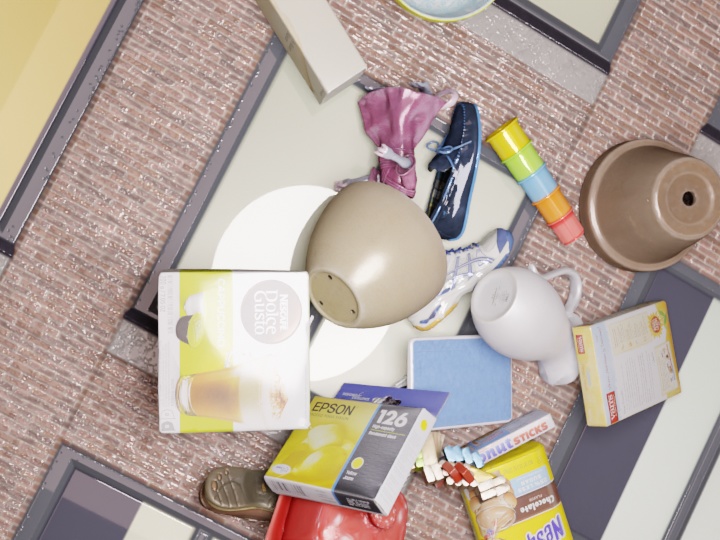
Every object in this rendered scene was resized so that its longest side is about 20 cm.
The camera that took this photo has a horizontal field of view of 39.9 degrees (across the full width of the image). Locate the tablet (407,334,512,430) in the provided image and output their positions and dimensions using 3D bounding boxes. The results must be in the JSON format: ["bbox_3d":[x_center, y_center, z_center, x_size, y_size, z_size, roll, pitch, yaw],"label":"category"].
[{"bbox_3d":[0.147,0.161,1.440,0.197,0.014,0.133,1,87,-35],"label":"tablet"}]

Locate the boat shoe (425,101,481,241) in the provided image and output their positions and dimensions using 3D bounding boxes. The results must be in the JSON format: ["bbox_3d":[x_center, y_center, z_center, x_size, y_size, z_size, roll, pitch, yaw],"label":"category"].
[{"bbox_3d":[0.131,-0.147,1.447,0.067,0.084,0.204,8,86,-14],"label":"boat shoe"}]

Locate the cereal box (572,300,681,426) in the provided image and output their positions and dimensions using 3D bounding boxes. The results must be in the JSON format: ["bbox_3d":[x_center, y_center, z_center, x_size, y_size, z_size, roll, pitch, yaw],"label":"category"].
[{"bbox_3d":[0.395,0.134,1.465,0.198,0.039,0.147,-11,92,-40],"label":"cereal box"}]

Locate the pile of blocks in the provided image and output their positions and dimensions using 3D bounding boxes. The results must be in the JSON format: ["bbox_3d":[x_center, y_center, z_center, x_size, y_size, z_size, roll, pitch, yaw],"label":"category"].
[{"bbox_3d":[0.117,0.266,1.384,0.196,0.062,0.084,14,72,4],"label":"pile of blocks"}]

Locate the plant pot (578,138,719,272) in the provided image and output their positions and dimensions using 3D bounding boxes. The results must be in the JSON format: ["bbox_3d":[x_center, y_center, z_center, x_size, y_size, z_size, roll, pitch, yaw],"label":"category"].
[{"bbox_3d":[0.443,-0.100,1.453,0.196,0.174,0.205,0,89,-10],"label":"plant pot"}]

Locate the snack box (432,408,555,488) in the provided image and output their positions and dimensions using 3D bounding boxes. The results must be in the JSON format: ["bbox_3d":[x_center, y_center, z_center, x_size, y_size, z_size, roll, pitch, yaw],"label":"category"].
[{"bbox_3d":[0.187,0.259,1.459,0.197,0.072,0.025,-25,93,-8],"label":"snack box"}]

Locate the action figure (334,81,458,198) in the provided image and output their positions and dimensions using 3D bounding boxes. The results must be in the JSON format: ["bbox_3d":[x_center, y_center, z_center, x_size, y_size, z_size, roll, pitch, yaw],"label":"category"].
[{"bbox_3d":[0.052,-0.165,1.438,0.147,0.133,0.205,0,89,-33],"label":"action figure"}]

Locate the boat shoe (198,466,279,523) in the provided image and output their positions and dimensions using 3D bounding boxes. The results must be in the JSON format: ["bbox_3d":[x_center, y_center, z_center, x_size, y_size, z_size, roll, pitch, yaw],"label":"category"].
[{"bbox_3d":[-0.136,0.322,1.411,0.197,0.068,0.073,13,57,-25],"label":"boat shoe"}]

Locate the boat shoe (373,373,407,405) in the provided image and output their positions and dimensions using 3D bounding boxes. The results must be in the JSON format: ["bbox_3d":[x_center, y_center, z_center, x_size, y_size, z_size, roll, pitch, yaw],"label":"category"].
[{"bbox_3d":[0.077,0.180,1.443,0.197,0.068,0.073,-24,93,-9],"label":"boat shoe"}]

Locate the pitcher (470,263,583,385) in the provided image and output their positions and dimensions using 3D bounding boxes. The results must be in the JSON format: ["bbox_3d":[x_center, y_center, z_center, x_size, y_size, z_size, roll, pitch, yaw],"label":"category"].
[{"bbox_3d":[0.252,0.052,1.433,0.199,0.120,0.175,32,67,-41],"label":"pitcher"}]

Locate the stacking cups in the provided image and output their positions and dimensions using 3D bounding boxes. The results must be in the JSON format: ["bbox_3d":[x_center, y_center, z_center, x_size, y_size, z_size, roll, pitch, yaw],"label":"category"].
[{"bbox_3d":[0.263,-0.128,1.480,0.060,0.060,0.202,-35,96,-8],"label":"stacking cups"}]

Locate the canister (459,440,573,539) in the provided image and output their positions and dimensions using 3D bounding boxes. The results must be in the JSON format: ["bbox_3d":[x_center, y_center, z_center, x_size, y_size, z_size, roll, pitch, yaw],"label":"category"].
[{"bbox_3d":[0.232,0.371,1.460,0.146,0.087,0.204,-19,91,-9],"label":"canister"}]

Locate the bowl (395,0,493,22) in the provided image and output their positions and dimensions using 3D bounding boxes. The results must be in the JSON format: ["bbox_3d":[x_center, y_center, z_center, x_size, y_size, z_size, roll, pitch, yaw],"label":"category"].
[{"bbox_3d":[0.110,-0.448,1.432,0.196,0.108,0.205,0,90,-10],"label":"bowl"}]

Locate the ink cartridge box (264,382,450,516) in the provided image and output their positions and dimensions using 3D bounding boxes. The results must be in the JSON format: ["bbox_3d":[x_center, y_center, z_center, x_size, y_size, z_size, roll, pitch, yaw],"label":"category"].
[{"bbox_3d":[-0.004,0.221,1.330,0.047,0.195,0.201,56,50,-33],"label":"ink cartridge box"}]

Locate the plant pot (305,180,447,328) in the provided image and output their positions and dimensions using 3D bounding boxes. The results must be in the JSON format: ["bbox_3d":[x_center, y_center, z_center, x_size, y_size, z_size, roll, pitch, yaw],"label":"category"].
[{"bbox_3d":[0.000,0.000,1.345,0.201,0.199,0.134,52,51,-5],"label":"plant pot"}]

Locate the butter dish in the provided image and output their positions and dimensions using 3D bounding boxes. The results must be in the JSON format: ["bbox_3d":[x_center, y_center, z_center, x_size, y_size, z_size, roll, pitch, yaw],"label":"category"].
[{"bbox_3d":[-0.006,0.342,1.349,0.198,0.147,0.202,34,51,-19],"label":"butter dish"}]

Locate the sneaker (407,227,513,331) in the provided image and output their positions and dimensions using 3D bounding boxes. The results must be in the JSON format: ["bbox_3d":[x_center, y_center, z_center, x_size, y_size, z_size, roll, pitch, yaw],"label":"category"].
[{"bbox_3d":[0.136,-0.005,1.451,0.199,0.075,0.088,-42,96,-8],"label":"sneaker"}]

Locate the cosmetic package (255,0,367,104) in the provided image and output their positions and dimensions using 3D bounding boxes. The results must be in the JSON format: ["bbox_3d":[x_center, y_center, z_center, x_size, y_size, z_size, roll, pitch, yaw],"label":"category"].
[{"bbox_3d":[-0.077,-0.345,1.404,0.072,0.103,0.202,-32,93,-7],"label":"cosmetic package"}]

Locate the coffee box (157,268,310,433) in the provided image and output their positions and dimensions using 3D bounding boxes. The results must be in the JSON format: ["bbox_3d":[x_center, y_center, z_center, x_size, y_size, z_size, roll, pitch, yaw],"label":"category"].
[{"bbox_3d":[-0.171,0.100,1.336,0.193,0.200,0.204,0,90,-9],"label":"coffee box"}]
